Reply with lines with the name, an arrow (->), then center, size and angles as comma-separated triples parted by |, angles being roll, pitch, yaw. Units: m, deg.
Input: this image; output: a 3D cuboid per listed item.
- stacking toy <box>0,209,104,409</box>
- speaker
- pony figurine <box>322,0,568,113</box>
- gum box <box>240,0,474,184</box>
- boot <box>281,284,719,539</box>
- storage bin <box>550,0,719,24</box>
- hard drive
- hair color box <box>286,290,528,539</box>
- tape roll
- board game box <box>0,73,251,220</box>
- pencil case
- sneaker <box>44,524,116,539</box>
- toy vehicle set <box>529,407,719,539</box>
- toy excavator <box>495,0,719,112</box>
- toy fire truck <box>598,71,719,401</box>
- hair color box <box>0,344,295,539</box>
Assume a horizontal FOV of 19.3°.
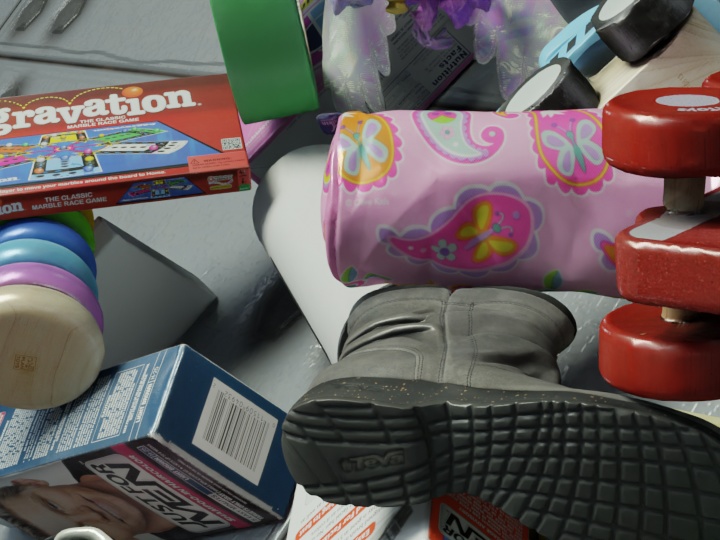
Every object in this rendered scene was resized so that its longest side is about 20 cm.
stacking toy -> -0.185, -0.016, 1.221 | 0.085, 0.085, 0.201 | -36, 33, 25
speaker -> 0.000, 0.000, 1.159 | 0.081, 0.081, 0.200 | -47, 28, 7
pony figurine -> 0.030, -0.182, 1.178 | 0.165, 0.200, 0.195 | -2, 87, 25
gum box -> 0.002, -0.139, 1.339 | 0.200, 0.066, 0.114 | -45, 30, 9
boot -> 0.075, 0.049, 0.890 | 0.199, 0.070, 0.132 | 11, 28, 15
storage bin -> 0.179, -0.239, 1.127 | 0.199, 0.146, 0.135 | -22, 29, 36
hard drive -> -0.189, 0.067, 1.317 | 0.200, 0.132, 0.026 | -49, 61, 3
hair color box -> 0.022, 0.109, 0.973 | 0.111, 0.064, 0.200 | -43, 17, 26
tape roll -> -0.066, -0.187, 1.224 | 0.048, 0.201, 0.201 | -12, 33, 0
board game box -> -0.167, -0.069, 1.213 | 0.198, 0.020, 0.103 | -7, 36, -6
pencil case -> 0.079, -0.030, 0.968 | 0.198, 0.088, 0.088 | 0, 43, 6
sneaker -> -0.163, 0.183, 1.184 | 0.199, 0.079, 0.079 | -10, 48, 54
toy vehicle set -> 0.130, 0.120, 0.875 | 0.200, 0.026, 0.125 | 7, 62, 59
toy excavator -> 0.108, -0.074, 1.096 | 0.194, 0.100, 0.200 | -44, 15, 10
toy fire truck -> 0.192, -0.013, 0.824 | 0.167, 0.113, 0.199 | 10, 17, 35
hair color box -> -0.132, 0.108, 1.203 | 0.199, 0.100, 0.061 | -18, 45, 46
